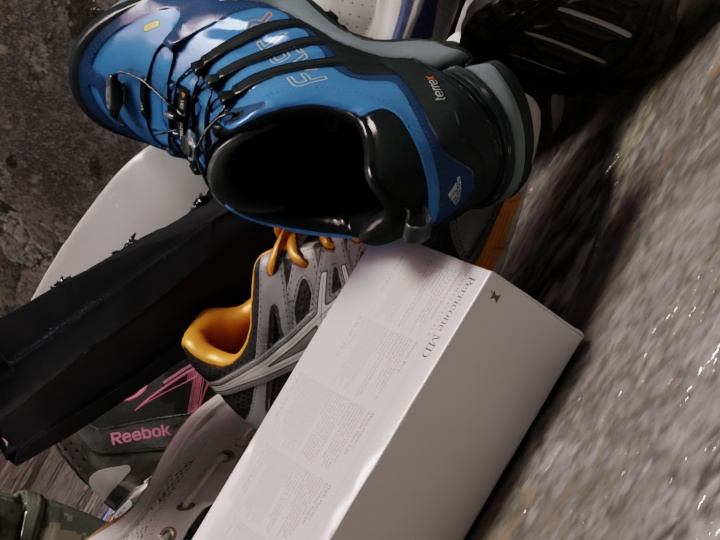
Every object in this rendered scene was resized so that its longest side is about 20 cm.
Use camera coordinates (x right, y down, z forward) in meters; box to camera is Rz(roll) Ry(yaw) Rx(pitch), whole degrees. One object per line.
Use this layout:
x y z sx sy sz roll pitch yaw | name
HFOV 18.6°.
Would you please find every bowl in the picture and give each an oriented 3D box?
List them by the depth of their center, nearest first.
-0.083 -0.004 1.262 0.200 0.075 0.200 -20 -26 -49 | bowl

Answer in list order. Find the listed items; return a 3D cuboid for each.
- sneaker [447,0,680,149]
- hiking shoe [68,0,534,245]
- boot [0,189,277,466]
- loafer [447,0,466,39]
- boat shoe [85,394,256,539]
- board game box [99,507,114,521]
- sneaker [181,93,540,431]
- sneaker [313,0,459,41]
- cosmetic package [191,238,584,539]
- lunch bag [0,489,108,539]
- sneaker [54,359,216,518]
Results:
0.077 -0.110 0.898 0.200 0.074 0.080 151 139 -73 | sneaker
-0.039 -0.060 0.790 0.087 0.200 0.075 -32 -54 -47 | hiking shoe
-0.076 0.025 0.975 0.200 0.066 0.165 -37 -27 -15 | boot
0.042 -0.168 1.039 0.072 0.063 0.200 96 -164 -47 | loafer
-0.061 0.116 0.961 0.069 0.071 0.200 2 34 34 | boat shoe
-0.105 0.128 1.243 0.200 0.034 0.135 -53 11 30 | board game box
0.000 0.000 0.860 0.200 0.077 0.078 -50 10 33 | sneaker
-0.017 -0.149 0.849 0.081 0.115 0.200 -42 -35 -65 | sneaker
-0.009 0.089 0.747 0.200 0.051 0.083 -59 27 -4 | cosmetic package
-0.232 0.201 1.139 0.139 0.167 0.200 -24 46 61 | lunch bag
-0.078 0.055 1.087 0.079 0.095 0.200 -54 -6 39 | sneaker
